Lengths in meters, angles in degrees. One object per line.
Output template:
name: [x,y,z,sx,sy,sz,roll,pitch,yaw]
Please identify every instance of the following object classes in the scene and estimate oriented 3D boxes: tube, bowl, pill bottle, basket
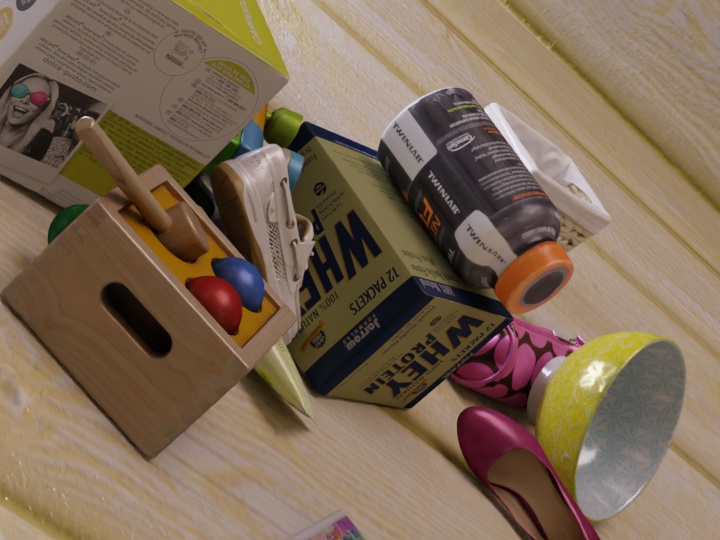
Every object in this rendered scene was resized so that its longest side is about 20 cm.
tube: [-0.096,0.040,1.668,0.058,0.052,0.200,-23,73,-50]
bowl: [0.235,0.143,2.102,0.107,0.201,0.200,25,1,33]
pill bottle: [0.107,-0.058,1.825,0.200,0.106,0.106,56,18,26]
basket: [0.202,-0.099,2.619,0.200,0.123,0.136,28,26,-49]

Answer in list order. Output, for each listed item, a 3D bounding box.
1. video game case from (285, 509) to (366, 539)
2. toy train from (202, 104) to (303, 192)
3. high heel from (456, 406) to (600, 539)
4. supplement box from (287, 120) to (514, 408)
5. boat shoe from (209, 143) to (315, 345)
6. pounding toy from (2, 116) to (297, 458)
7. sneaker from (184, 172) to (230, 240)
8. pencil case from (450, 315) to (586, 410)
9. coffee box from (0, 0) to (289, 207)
video game case: [0.004,0.263,1.462,0.182,0.024,0.200,51,17,8]
toy train: [-0.099,-0.143,1.753,0.115,0.085,0.201,28,34,-16]
high heel: [0.163,0.209,1.905,0.200,0.067,0.096,46,6,-22]
supplement box: [0.000,0.000,1.848,0.200,0.134,0.200,55,17,22]
boat shoe: [-0.067,-0.019,1.691,0.071,0.069,0.201,43,-25,37]
pounding toy: [-0.149,-0.001,1.451,0.200,0.142,0.184,48,16,-2]
sneaker: [-0.163,-0.097,1.766,0.200,0.074,0.081,51,19,13]
pencil case: [0.164,0.091,2.141,0.091,0.094,0.200,54,17,27]
coffee box: [-0.207,-0.185,1.600,0.200,0.198,0.200,30,25,-40]
